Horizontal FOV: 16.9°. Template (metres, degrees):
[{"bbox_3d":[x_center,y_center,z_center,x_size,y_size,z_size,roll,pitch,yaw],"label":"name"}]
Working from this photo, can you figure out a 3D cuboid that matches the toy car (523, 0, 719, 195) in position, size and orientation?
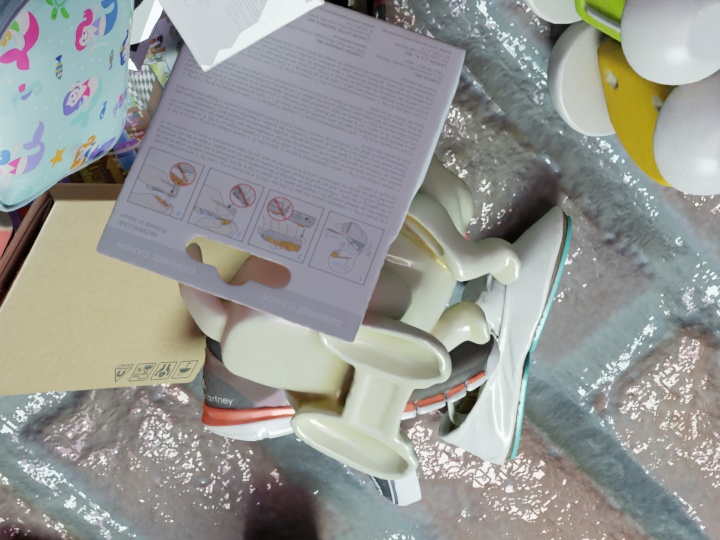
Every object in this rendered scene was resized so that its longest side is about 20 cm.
[{"bbox_3d":[0.199,-0.156,1.495,0.150,0.175,0.201,-32,126,-15],"label":"toy car"}]

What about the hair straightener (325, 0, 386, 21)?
[{"bbox_3d":[-0.020,-0.155,1.507,0.077,0.041,0.201,-12,129,-6],"label":"hair straightener"}]

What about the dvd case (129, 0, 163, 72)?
[{"bbox_3d":[-0.163,-0.218,1.372,0.150,0.025,0.201,13,118,-21],"label":"dvd case"}]

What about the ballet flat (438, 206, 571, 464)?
[{"bbox_3d":[0.093,0.045,1.654,0.069,0.070,0.201,1,122,-18],"label":"ballet flat"}]

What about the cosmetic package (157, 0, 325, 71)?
[{"bbox_3d":[-0.104,-0.214,1.343,0.082,0.051,0.200,-27,124,9],"label":"cosmetic package"}]

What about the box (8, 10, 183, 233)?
[{"bbox_3d":[-0.170,-0.120,1.474,0.136,0.039,0.201,-17,125,-7],"label":"box"}]

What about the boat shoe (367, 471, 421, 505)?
[{"bbox_3d":[-0.020,0.087,1.634,0.068,0.072,0.200,-27,123,-2],"label":"boat shoe"}]

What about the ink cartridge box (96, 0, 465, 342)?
[{"bbox_3d":[-0.045,-0.065,1.418,0.162,0.201,0.057,19,162,4],"label":"ink cartridge box"}]

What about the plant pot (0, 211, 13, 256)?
[{"bbox_3d":[-0.311,0.003,1.428,0.200,0.200,0.178,35,95,-32],"label":"plant pot"}]

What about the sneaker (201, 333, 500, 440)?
[{"bbox_3d":[-0.007,0.052,1.551,0.199,0.077,0.082,-11,104,-14],"label":"sneaker"}]

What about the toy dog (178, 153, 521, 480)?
[{"bbox_3d":[0.000,0.000,1.489,0.193,0.200,0.140,15,139,11],"label":"toy dog"}]

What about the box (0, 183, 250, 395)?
[{"bbox_3d":[-0.149,0.011,1.517,0.199,0.021,0.164,-1,133,-45],"label":"box"}]

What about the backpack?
[{"bbox_3d":[-0.216,-0.116,1.269,0.200,0.150,0.178,-32,141,-43],"label":"backpack"}]
